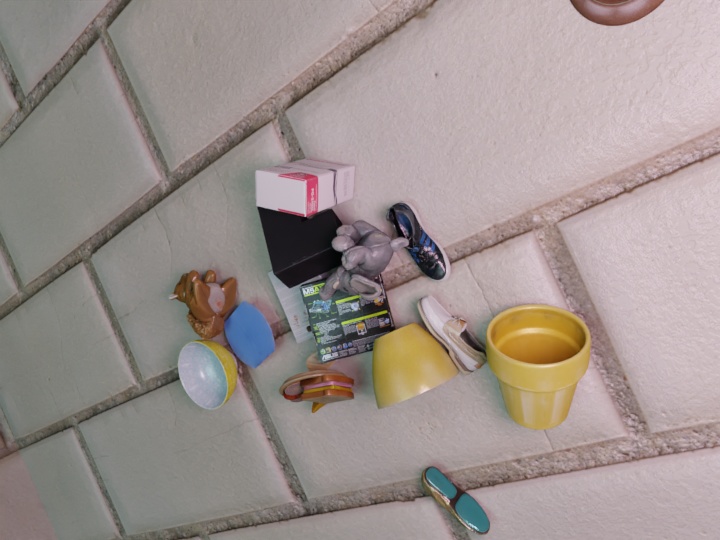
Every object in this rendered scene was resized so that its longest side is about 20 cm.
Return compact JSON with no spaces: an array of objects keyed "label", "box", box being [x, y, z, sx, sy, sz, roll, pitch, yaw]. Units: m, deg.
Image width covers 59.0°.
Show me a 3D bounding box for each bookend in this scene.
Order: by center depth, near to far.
[{"label":"bookend","box":[-0.126,-0.095,1.530,0.196,0.092,0.203,-24,61,9]}]

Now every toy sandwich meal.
[{"label":"toy sandwich meal","box":[-0.106,0.307,1.593,0.204,0.203,0.071,-30,57,35]}]

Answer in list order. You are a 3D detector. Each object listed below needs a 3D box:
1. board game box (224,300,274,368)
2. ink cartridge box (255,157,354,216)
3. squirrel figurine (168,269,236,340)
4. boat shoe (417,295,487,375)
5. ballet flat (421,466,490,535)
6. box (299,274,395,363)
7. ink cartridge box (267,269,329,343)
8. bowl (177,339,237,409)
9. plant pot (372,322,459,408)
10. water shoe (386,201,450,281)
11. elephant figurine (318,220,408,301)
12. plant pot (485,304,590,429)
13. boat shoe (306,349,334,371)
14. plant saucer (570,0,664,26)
[{"label":"board game box","box":[-0.296,0.174,1.767,0.159,0.039,0.200,54,132,8]},{"label":"ink cartridge box","box":[-0.123,-0.194,1.451,0.143,0.199,0.086,14,114,28]},{"label":"squirrel figurine","box":[-0.457,0.097,1.793,0.184,0.140,0.204,8,104,38]},{"label":"boat shoe","box":[0.207,0.131,1.408,0.068,0.075,0.201,-37,93,33]},{"label":"ballet flat","box":[0.224,0.553,1.523,0.199,0.070,0.071,41,121,16]},{"label":"box","box":[-0.026,0.103,1.517,0.196,0.048,0.197,-16,94,7]},{"label":"ink cartridge box","box":[-0.136,0.064,1.626,0.161,0.057,0.203,-24,94,35]},{"label":"bowl","box":[-0.418,0.284,1.834,0.197,0.107,0.204,10,109,31]},{"label":"plant pot","box":[0.102,0.202,1.424,0.199,0.199,0.144,-29,81,35]},{"label":"water shoe","box":[0.121,-0.055,1.403,0.071,0.079,0.202,-38,82,34]},{"label":"elephant figurine","box":[0.000,0.000,1.418,0.155,0.140,0.202,38,142,33]},{"label":"plant pot","box":[0.353,0.201,1.268,0.198,0.201,0.192,9,125,30]},{"label":"boat shoe","box":[-0.051,0.179,1.589,0.199,0.069,0.071,-36,93,14]},{"label":"plant saucer","box":[0.443,-0.528,1.087,0.197,0.036,0.204,9,107,31]}]
